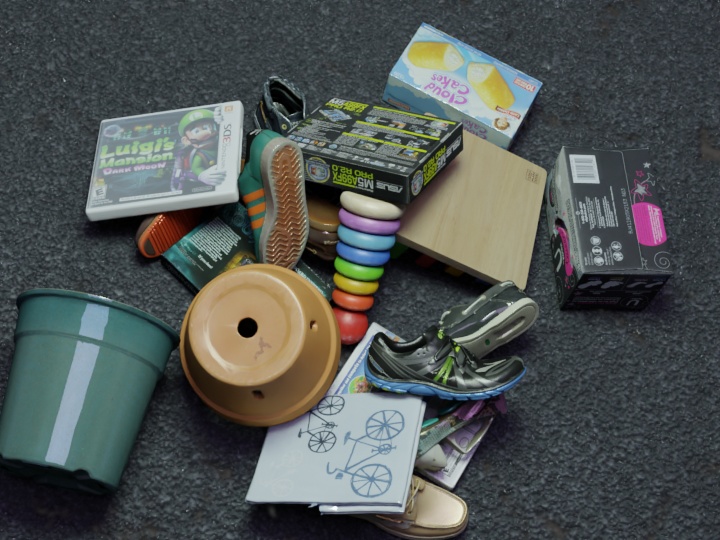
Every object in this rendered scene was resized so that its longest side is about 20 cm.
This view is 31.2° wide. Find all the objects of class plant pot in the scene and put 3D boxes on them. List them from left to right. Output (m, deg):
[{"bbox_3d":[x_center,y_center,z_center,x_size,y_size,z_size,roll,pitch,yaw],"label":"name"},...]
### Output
[{"bbox_3d":[-0.333,0.149,1.507,0.200,0.200,0.197,14,70,-3],"label":"plant pot"},{"bbox_3d":[-0.126,0.079,1.540,0.200,0.140,0.201,-1,77,3],"label":"plant pot"}]

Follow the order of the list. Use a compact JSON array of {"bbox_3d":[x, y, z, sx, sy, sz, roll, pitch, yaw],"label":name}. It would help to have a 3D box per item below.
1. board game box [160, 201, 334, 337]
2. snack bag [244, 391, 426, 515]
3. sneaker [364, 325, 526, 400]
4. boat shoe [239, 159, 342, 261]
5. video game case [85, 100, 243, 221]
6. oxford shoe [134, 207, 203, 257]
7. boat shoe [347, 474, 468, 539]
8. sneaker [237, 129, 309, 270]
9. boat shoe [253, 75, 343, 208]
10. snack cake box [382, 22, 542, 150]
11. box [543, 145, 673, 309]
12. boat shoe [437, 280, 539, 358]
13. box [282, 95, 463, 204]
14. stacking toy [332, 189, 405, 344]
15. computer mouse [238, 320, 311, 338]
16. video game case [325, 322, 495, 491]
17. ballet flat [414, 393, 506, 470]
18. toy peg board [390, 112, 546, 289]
[{"bbox_3d":[-0.146,0.010,1.695,0.200,0.028,0.135,43,63,13],"label":"board game box"},{"bbox_3d":[-0.030,0.217,1.543,0.199,0.021,0.189,-3,39,14],"label":"snack bag"},{"bbox_3d":[0.104,0.111,1.577,0.199,0.071,0.083,5,101,6],"label":"sneaker"},{"bbox_3d":[-0.103,-0.079,1.723,0.200,0.070,0.070,35,45,29],"label":"boat shoe"},{"bbox_3d":[-0.256,-0.147,1.705,0.199,0.023,0.182,-8,47,6],"label":"video game case"},{"bbox_3d":[-0.249,-0.098,1.722,0.072,0.071,0.200,18,55,24],"label":"oxford shoe"},{"bbox_3d":[0.039,0.276,1.565,0.199,0.069,0.074,13,61,-3],"label":"boat shoe"},{"bbox_3d":[-0.115,-0.088,1.647,0.071,0.200,0.080,-17,35,-32],"label":"sneaker"},{"bbox_3d":[-0.084,-0.170,1.765,0.071,0.091,0.200,-27,70,-22],"label":"boat shoe"},{"bbox_3d":[0.147,-0.259,1.868,0.200,0.067,0.115,28,61,5],"label":"snack cake box"},{"bbox_3d":[0.333,-0.057,1.768,0.132,0.115,0.200,0,61,-9],"label":"box"},{"bbox_3d":[0.131,0.081,1.664,0.200,0.072,0.068,-30,54,-9],"label":"boat shoe"},{"bbox_3d":[0.011,-0.160,1.672,0.200,0.044,0.160,15,37,25],"label":"box"},{"bbox_3d":[0.000,0.000,1.654,0.085,0.085,0.200,10,106,-3],"label":"stacking toy"},{"bbox_3d":[-0.133,0.078,1.623,0.199,0.034,0.059,-11,78,7],"label":"computer mouse"},{"bbox_3d":[0.065,0.173,1.654,0.200,0.018,0.143,31,62,7],"label":"video game case"},{"bbox_3d":[0.105,0.204,1.603,0.200,0.069,0.071,-29,90,-23],"label":"ballet flat"},{"bbox_3d":[0.134,-0.077,1.769,0.199,0.098,0.200,24,60,-15],"label":"toy peg board"}]
